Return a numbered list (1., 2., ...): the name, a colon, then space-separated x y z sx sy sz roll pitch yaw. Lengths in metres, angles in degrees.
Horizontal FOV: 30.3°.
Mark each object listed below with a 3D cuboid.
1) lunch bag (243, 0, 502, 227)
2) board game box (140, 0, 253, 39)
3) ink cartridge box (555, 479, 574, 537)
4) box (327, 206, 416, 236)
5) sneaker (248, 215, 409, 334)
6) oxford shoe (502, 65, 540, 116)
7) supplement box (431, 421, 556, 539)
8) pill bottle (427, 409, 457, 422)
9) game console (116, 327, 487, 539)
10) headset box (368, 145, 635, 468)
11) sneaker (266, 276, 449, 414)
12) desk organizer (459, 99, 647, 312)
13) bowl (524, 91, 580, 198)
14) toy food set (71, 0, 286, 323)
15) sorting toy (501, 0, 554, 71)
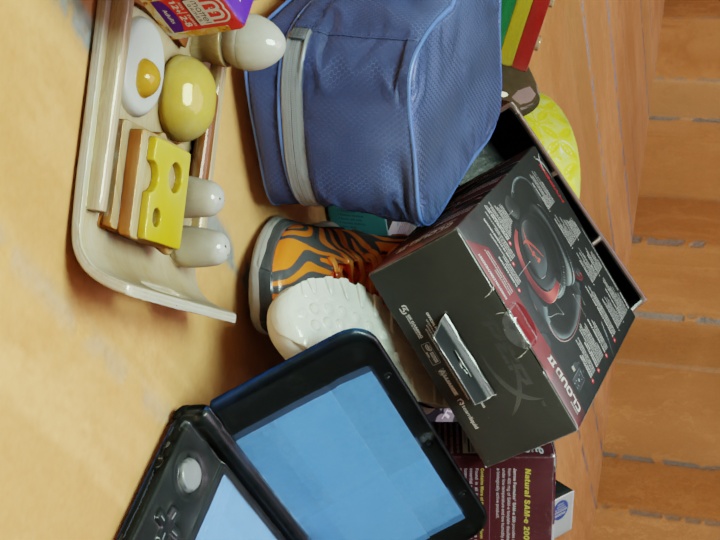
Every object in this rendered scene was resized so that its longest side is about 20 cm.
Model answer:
1. lunch bag: 0.009 -0.130 0.882 0.200 0.131 0.137 -54 147 -50
2. board game box: -0.099 -0.225 0.582 0.200 0.046 0.152 48 47 -48
3. ink cartridge box: 0.069 0.209 1.070 0.199 0.094 0.044 -20 122 -34
4. box: 0.020 -0.004 1.088 0.083 0.049 0.201 -68 156 -44
5. sneaker: 0.000 0.000 0.918 0.200 0.111 0.078 -31 124 -69
6. oxford shoe: 0.095 -0.201 1.131 0.073 0.084 0.201 108 -33 -56
7. supplement box: 0.030 0.162 0.902 0.061 0.198 0.110 -79 169 -73
8. pill bottle: 0.051 0.078 1.016 0.201 0.106 0.106 -57 154 -15
9. game console: -0.027 0.163 0.785 0.200 0.118 0.171 57 38 -35
10. headset box: 0.097 0.022 0.879 0.149 0.075 0.200 58 30 -8
11. sneaker: -0.008 0.062 0.862 0.200 0.080 0.077 31 51 -53
12. desk organizer: 0.134 -0.038 1.037 0.200 0.072 0.077 53 -4 -17
13. bowl: 0.086 -0.067 1.152 0.107 0.200 0.202 7 87 -29
14. toy food set: -0.086 -0.078 0.708 0.143 0.060 0.201 23 72 -72
15. sorting toy: 0.126 -0.266 0.992 0.200 0.069 0.200 -72 178 -54
